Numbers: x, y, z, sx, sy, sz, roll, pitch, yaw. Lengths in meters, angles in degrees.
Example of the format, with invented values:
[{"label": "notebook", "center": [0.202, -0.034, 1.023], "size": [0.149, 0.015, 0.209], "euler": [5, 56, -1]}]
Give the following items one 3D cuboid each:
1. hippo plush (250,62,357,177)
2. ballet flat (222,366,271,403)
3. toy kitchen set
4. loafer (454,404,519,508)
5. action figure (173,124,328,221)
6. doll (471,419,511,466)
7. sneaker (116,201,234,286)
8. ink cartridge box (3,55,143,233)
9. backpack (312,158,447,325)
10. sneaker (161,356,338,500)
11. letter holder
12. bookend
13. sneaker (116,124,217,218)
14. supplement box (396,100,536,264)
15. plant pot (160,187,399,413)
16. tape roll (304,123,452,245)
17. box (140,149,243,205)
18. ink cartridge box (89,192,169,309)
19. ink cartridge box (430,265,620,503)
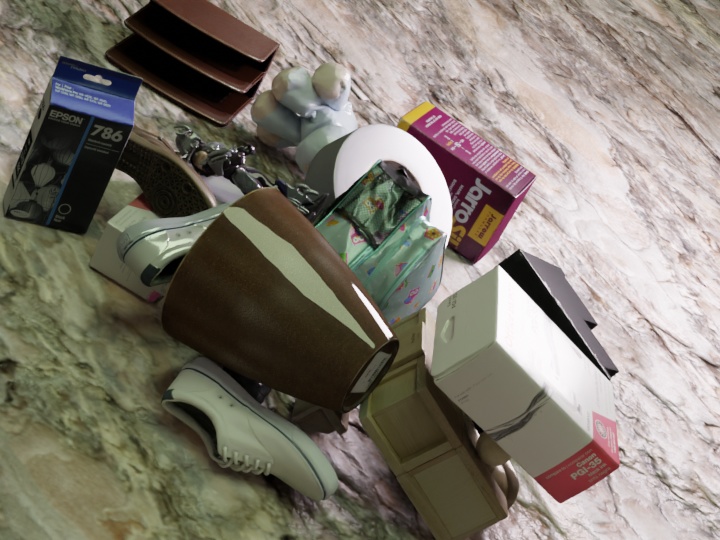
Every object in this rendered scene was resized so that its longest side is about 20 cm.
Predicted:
[{"label": "hippo plush", "center": [-0.062, -0.166, 1.962], "size": [0.200, 0.159, 0.161], "euler": [60, 17, -55]}, {"label": "ballet flat", "center": [-0.111, 0.101, 1.574], "size": [0.066, 0.057, 0.200], "euler": [27, 22, 8]}, {"label": "toy kitchen set", "center": [0.041, 0.181, 1.550], "size": [0.181, 0.163, 0.200], "euler": [58, 14, -18]}, {"label": "loafer", "center": [0.104, 0.183, 1.600], "size": [0.067, 0.076, 0.200], "euler": [7, 36, -45]}, {"label": "action figure", "center": [-0.141, -0.115, 1.715], "size": [0.200, 0.069, 0.130], "euler": [35, 17, -3]}, {"label": "doll", "center": [0.139, 0.139, 1.539], "size": [0.200, 0.048, 0.137], "euler": [-83, 153, -58]}, {"label": "sneaker", "center": [-0.164, -0.021, 1.541], "size": [0.200, 0.073, 0.071], "euler": [-15, 61, -35]}, {"label": "ink cartridge box", "center": [-0.318, -0.135, 1.583], "size": [0.099, 0.200, 0.039], "euler": [13, 33, -25]}, {"label": "backpack", "center": [0.000, 0.000, 1.658], "size": [0.200, 0.176, 0.153], "euler": [-36, 69, -20]}, {"label": "sneaker", "center": [-0.115, 0.174, 1.442], "size": [0.200, 0.073, 0.071], "euler": [37, 55, 10]}, {"label": "letter holder", "center": [-0.239, -0.309, 2.023], "size": [0.200, 0.101, 0.142], "euler": [31, 31, 1]}, {"label": "bookend", "center": [0.250, 0.088, 1.834], "size": [0.199, 0.092, 0.200], "euler": [57, 15, 18]}, {"label": "sneaker", "center": [-0.227, -0.122, 1.644], "size": [0.200, 0.071, 0.076], "euler": [39, 29, 17]}, {"label": "supplement box", "center": [0.127, -0.126, 2.040], "size": [0.200, 0.131, 0.103], "euler": [35, 31, 9]}, {"label": "plant pot", "center": [-0.065, 0.048, 1.450], "size": [0.200, 0.187, 0.187], "euler": [36, 30, 17]}, {"label": "tape roll", "center": [0.024, -0.085, 1.848], "size": [0.200, 0.066, 0.201], "euler": [15, 66, -36]}, {"label": "box", "center": [-0.168, -0.071, 1.762], "size": [0.200, 0.060, 0.117], "euler": [20, 31, -18]}, {"label": "ink cartridge box", "center": [-0.190, -0.001, 1.627], "size": [0.200, 0.068, 0.117], "euler": [31, 30, 2]}, {"label": "ink cartridge box", "center": [0.170, 0.115, 1.461], "size": [0.200, 0.083, 0.147], "euler": [45, 27, -20]}]
